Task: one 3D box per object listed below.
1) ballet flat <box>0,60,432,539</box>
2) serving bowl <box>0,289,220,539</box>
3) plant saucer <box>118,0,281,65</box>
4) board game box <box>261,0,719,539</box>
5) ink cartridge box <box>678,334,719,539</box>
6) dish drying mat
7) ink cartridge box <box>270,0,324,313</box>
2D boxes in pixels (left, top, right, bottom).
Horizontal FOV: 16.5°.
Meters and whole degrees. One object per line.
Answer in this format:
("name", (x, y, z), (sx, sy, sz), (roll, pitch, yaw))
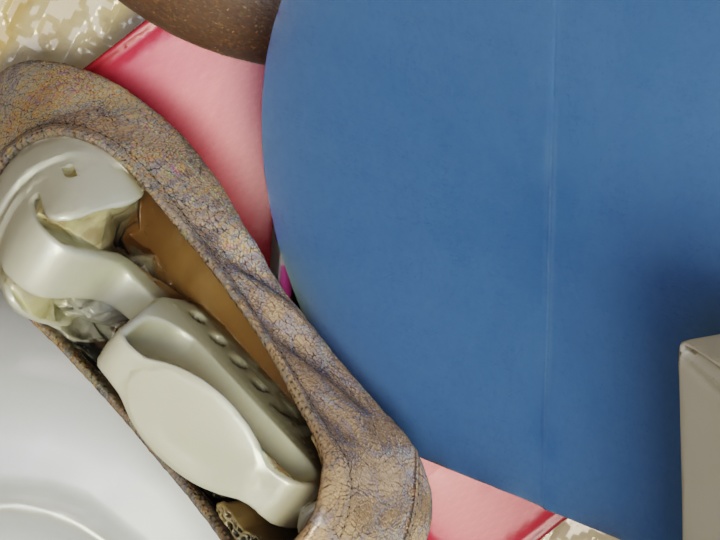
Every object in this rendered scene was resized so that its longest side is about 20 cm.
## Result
("ballet flat", (-0.058, 0.009, 0.684), (0.200, 0.067, 0.068), (44, 112, 24))
("serving bowl", (-0.102, 0.102, 0.745), (0.199, 0.066, 0.201), (0, 100, -1))
("plant saucer", (-0.009, -0.157, 0.707), (0.199, 0.037, 0.202), (-1, 97, -7))
("board game box", (0.060, -0.014, 0.640), (0.199, 0.039, 0.159), (20, 122, 37))
("ink cartridge box", (0.176, 0.077, 0.558), (0.199, 0.083, 0.147), (-9, 110, -14))
("dish drying mat", (0.000, 0.000, 0.755), (0.077, 0.018, 0.200), (-38, 99, 3))
("ink cartridge box", (0.029, -0.078, 0.687), (0.094, 0.037, 0.201), (2, 116, -7))
